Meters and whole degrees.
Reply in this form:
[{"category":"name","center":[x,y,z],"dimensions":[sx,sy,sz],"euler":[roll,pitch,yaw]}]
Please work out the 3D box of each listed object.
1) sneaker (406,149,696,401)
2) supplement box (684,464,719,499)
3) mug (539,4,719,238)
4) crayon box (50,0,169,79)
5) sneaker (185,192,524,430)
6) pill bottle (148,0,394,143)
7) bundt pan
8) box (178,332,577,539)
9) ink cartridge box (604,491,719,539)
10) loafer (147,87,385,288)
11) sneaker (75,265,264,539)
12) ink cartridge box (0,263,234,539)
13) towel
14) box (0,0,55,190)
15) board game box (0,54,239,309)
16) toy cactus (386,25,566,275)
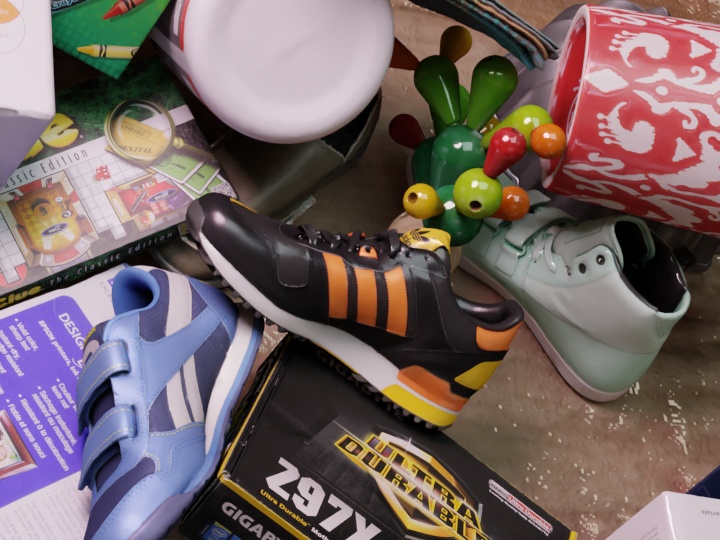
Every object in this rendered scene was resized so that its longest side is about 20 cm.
[{"category":"sneaker","center":[0.119,-0.027,1.148],"dimensions":[0.074,0.118,0.201],"euler":[-34,77,-36]},{"category":"supplement box","center":[0.304,0.183,1.092],"dimensions":[0.199,0.134,0.201],"euler":[-16,68,-34]},{"category":"mug","center":[0.207,-0.065,1.097],"dimensions":[0.199,0.178,0.134],"euler":[12,55,-5]},{"category":"crayon box","center":[-0.136,-0.205,1.074],"dimensions":[0.058,0.119,0.200],"euler":[28,20,-23]},{"category":"sneaker","center":[0.000,0.000,1.008],"dimensions":[0.200,0.090,0.070],"euler":[36,12,-27]},{"category":"pill bottle","center":[-0.062,-0.148,1.080],"dimensions":[0.115,0.116,0.200],"euler":[11,13,-20]},{"category":"bundt pan","center":[0.185,-0.098,1.256],"dimensions":[0.201,0.076,0.203],"euler":[13,54,-18]},{"category":"box","center":[0.015,0.136,0.991],"dimensions":[0.200,0.049,0.160],"euler":[38,30,-6]},{"category":"ink cartridge box","center":[0.171,0.238,0.983],"dimensions":[0.087,0.145,0.201],"euler":[11,54,-22]},{"category":"loafer","center":[-0.054,-0.065,1.116],"dimensions":[0.075,0.070,0.200],"euler":[40,50,2]},{"category":"sneaker","center":[-0.111,0.074,0.942],"dimensions":[0.082,0.074,0.200],"euler":[33,36,-14]},{"category":"ink cartridge box","center":[-0.149,0.112,0.968],"dimensions":[0.200,0.043,0.199],"euler":[-24,72,-41]},{"category":"towel","center":[0.005,-0.179,1.034],"dimensions":[0.200,0.022,0.147],"euler":[29,6,-42]},{"category":"box","center":[-0.249,-0.152,0.983],"dimensions":[0.152,0.106,0.201],"euler":[7,64,-27]},{"category":"board game box","center":[-0.177,-0.041,1.038],"dimensions":[0.199,0.023,0.105],"euler":[-24,68,-20]},{"category":"toy cactus","center":[0.042,-0.047,1.085],"dimensions":[0.102,0.166,0.200],"euler":[16,18,-20]}]
